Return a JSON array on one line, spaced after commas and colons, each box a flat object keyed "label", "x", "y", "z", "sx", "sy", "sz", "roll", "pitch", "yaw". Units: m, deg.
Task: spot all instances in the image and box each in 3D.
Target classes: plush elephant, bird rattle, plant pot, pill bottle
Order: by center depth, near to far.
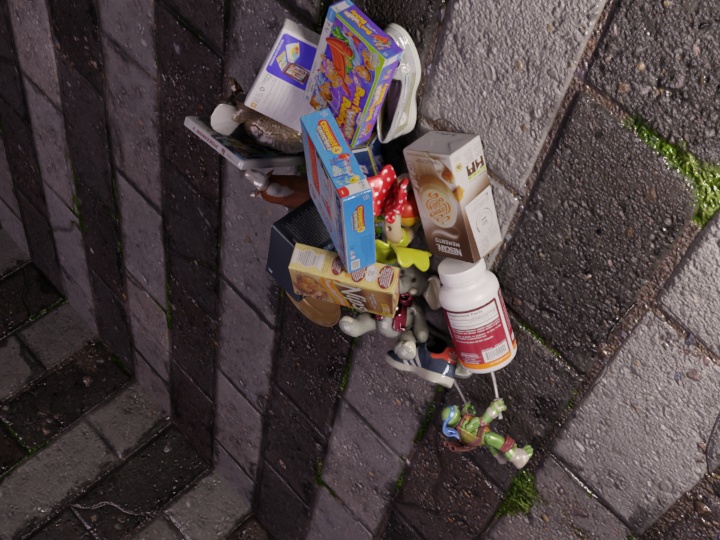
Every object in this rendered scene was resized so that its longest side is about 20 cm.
[{"label": "bird rattle", "x": 0.065, "y": -0.104, "z": 1.583, "sx": 0.110, "sy": 0.164, "sz": 0.204, "roll": 3, "pitch": 125, "yaw": 28}, {"label": "pill bottle", "x": 0.206, "y": 0.073, "z": 1.608, "sx": 0.112, "sy": 0.112, "sz": 0.204, "roll": 10, "pitch": 127, "yaw": 49}, {"label": "plush elephant", "x": 0.080, "y": 0.054, "z": 1.741, "sx": 0.162, "sy": 0.199, "sz": 0.158, "roll": 24, "pitch": 117, "yaw": 22}, {"label": "plant pot", "x": -0.107, "y": 0.030, "z": 1.943, "sx": 0.198, "sy": 0.027, "sz": 0.203, "roll": 33, "pitch": 142, "yaw": 29}]

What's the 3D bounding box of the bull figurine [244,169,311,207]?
[{"label": "bull figurine", "x": -0.159, "y": -0.168, "z": 1.831, "sx": 0.121, "sy": 0.196, "sz": 0.067, "roll": 17, "pitch": 97, "yaw": 60}]

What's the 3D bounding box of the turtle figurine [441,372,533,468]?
[{"label": "turtle figurine", "x": 0.259, "y": 0.291, "z": 1.786, "sx": 0.193, "sy": 0.202, "sz": 0.143, "roll": 41, "pitch": 129, "yaw": -17}]

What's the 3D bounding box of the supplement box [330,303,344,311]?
[{"label": "supplement box", "x": -0.101, "y": -0.004, "z": 2.000, "sx": 0.198, "sy": 0.073, "sz": 0.128, "roll": 21, "pitch": 136, "yaw": 43}]

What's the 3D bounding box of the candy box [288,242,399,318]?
[{"label": "candy box", "x": -0.027, "y": 0.019, "z": 1.622, "sx": 0.195, "sy": 0.056, "sz": 0.116, "roll": 14, "pitch": 157, "yaw": 9}]

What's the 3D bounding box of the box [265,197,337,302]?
[{"label": "box", "x": -0.082, "y": -0.062, "z": 1.794, "sx": 0.107, "sy": 0.199, "sz": 0.150, "roll": 42, "pitch": 148, "yaw": 18}]

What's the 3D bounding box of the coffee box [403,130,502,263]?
[{"label": "coffee box", "x": 0.158, "y": -0.125, "z": 1.514, "sx": 0.113, "sy": 0.079, "sz": 0.204, "roll": 15, "pitch": 132, "yaw": 47}]

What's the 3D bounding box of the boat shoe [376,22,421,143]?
[{"label": "boat shoe", "x": 0.054, "y": -0.310, "z": 1.494, "sx": 0.074, "sy": 0.064, "sz": 0.205, "roll": 33, "pitch": 142, "yaw": 31}]

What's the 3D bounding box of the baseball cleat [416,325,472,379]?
[{"label": "baseball cleat", "x": 0.165, "y": 0.175, "z": 1.824, "sx": 0.199, "sy": 0.069, "sz": 0.108, "roll": 39, "pitch": 155, "yaw": 41}]

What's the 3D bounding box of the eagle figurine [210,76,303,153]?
[{"label": "eagle figurine", "x": -0.183, "y": -0.321, "z": 1.749, "sx": 0.197, "sy": 0.150, "sz": 0.155, "roll": 22, "pitch": 101, "yaw": 36}]

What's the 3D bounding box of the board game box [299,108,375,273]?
[{"label": "board game box", "x": -0.037, "y": -0.135, "z": 1.531, "sx": 0.202, "sy": 0.055, "sz": 0.198, "roll": 87, "pitch": 161, "yaw": -56}]

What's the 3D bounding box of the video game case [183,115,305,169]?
[{"label": "video game case", "x": -0.233, "y": -0.263, "z": 1.825, "sx": 0.181, "sy": 0.198, "sz": 0.023, "roll": 38, "pitch": 117, "yaw": 25}]

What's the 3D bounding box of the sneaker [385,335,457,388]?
[{"label": "sneaker", "x": 0.125, "y": 0.167, "z": 1.755, "sx": 0.074, "sy": 0.086, "sz": 0.198, "roll": 23, "pitch": 174, "yaw": -35}]

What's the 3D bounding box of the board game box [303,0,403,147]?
[{"label": "board game box", "x": -0.017, "y": -0.324, "z": 1.483, "sx": 0.134, "sy": 0.044, "sz": 0.201, "roll": 45, "pitch": 144, "yaw": 16}]

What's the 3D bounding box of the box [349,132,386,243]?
[{"label": "box", "x": 0.020, "y": -0.150, "z": 1.677, "sx": 0.068, "sy": 0.065, "sz": 0.204, "roll": -6, "pitch": 119, "yaw": 23}]

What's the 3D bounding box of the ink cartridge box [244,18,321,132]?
[{"label": "ink cartridge box", "x": -0.087, "y": -0.331, "z": 1.617, "sx": 0.197, "sy": 0.044, "sz": 0.199, "roll": 25, "pitch": 138, "yaw": -15}]
